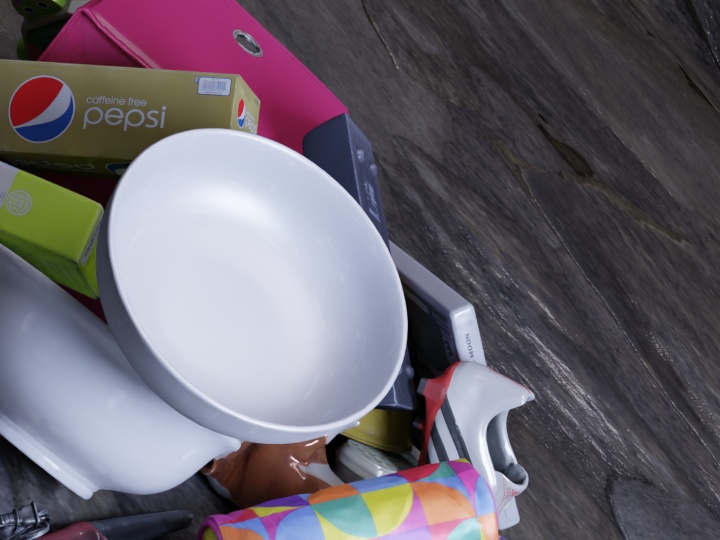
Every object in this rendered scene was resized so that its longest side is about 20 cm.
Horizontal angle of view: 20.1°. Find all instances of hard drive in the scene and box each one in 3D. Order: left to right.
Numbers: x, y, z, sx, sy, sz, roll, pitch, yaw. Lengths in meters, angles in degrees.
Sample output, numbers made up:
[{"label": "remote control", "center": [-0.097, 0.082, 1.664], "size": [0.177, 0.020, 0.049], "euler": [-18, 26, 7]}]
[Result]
[{"label": "hard drive", "center": [0.000, 0.000, 1.417], "size": [0.135, 0.042, 0.201], "euler": [34, 45, -80]}]

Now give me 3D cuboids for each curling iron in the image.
[{"label": "curling iron", "center": [-0.163, 0.161, 1.243], "size": [0.200, 0.050, 0.026], "euler": [8, 52, -59]}]

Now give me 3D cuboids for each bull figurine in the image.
[{"label": "bull figurine", "center": [-0.034, 0.149, 1.400], "size": [0.200, 0.121, 0.065], "euler": [52, 2, 7]}]

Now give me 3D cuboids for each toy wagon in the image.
[{"label": "toy wagon", "center": [-0.213, -0.181, 1.637], "size": [0.200, 0.155, 0.040], "euler": [35, 60, -37]}]

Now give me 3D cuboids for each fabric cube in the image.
[{"label": "fabric cube", "center": [-0.156, -0.087, 1.496], "size": [0.196, 0.200, 0.199], "euler": [42, 22, -4]}]

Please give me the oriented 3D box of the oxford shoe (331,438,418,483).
[{"label": "oxford shoe", "center": [0.015, 0.162, 1.525], "size": [0.075, 0.058, 0.200], "euler": [30, 4, 16]}]

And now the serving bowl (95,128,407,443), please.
[{"label": "serving bowl", "center": [-0.073, 0.018, 1.196], "size": [0.200, 0.066, 0.201], "euler": [20, 51, -27]}]

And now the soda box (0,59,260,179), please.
[{"label": "soda box", "center": [-0.172, -0.097, 1.341], "size": [0.199, 0.064, 0.068], "euler": [5, -9, 11]}]

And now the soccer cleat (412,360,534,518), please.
[{"label": "soccer cleat", "center": [0.074, 0.163, 1.437], "size": [0.085, 0.201, 0.069], "euler": [14, 14, 23]}]

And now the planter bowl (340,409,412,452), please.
[{"label": "planter bowl", "center": [-0.028, 0.050, 1.533], "size": [0.200, 0.084, 0.200], "euler": [29, 6, -4]}]

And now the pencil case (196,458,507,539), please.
[{"label": "pencil case", "center": [-0.003, 0.181, 1.309], "size": [0.199, 0.089, 0.089], "euler": [-8, 44, -18]}]

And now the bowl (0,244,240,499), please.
[{"label": "bowl", "center": [-0.178, 0.078, 1.260], "size": [0.201, 0.090, 0.201], "euler": [38, -9, 7]}]

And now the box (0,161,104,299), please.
[{"label": "box", "center": [-0.258, -0.048, 1.314], "size": [0.199, 0.048, 0.122], "euler": [23, -10, 4]}]

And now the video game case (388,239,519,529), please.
[{"label": "video game case", "center": [0.056, 0.080, 1.553], "size": [0.200, 0.023, 0.182], "euler": [-140, -147, -63]}]
